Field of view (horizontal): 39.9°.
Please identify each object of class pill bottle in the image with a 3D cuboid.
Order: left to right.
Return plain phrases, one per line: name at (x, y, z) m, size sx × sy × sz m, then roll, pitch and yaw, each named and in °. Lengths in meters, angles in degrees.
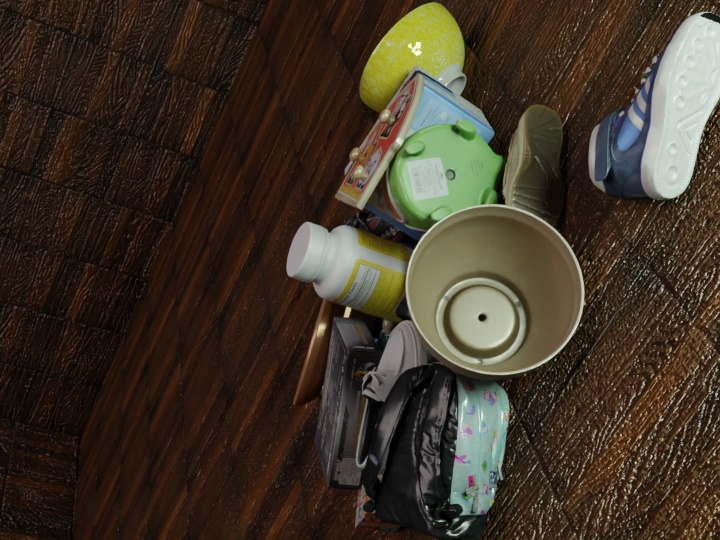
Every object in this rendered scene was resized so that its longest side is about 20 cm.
pill bottle at (0.000, 0.000, 1.424) m, size 0.111 × 0.199 × 0.112 m, roll -50°, pitch 30°, yaw 42°

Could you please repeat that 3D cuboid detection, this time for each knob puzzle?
knob puzzle at (0.024, -0.182, 1.345) m, size 0.220 × 0.030 × 0.220 m, roll -55°, pitch 14°, yaw 20°

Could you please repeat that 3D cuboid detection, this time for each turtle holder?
turtle holder at (0.111, -0.129, 1.317) m, size 0.185 × 0.141 × 0.132 m, roll -43°, pitch 8°, yaw -21°

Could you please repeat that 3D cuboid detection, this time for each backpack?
backpack at (0.098, 0.213, 1.196) m, size 0.166 × 0.126 × 0.201 m, roll 0°, pitch 77°, yaw 48°

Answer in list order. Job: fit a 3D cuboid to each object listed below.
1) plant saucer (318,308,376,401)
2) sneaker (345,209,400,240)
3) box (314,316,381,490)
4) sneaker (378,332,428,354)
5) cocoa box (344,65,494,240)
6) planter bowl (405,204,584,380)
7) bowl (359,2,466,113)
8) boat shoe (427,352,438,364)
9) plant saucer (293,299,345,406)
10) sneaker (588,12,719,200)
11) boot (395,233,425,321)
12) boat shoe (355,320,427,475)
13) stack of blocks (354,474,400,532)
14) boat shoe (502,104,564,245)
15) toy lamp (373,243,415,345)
plant saucer at (-0.019, 0.118, 1.609) m, size 0.200 × 0.048 × 0.201 m, roll 159°, pitch 127°, yaw -83°
sneaker at (0.024, -0.074, 1.597) m, size 0.200 × 0.075 × 0.081 m, roll -48°, pitch 7°, yaw -19°
box at (-0.020, 0.184, 1.401) m, size 0.158 × 0.048 × 0.201 m, roll -122°, pitch 40°, yaw -74°
sneaker at (0.067, 0.113, 1.413) m, size 0.200 × 0.079 × 0.078 m, roll -53°, pitch 29°, yaw 38°
cocoa box at (0.083, -0.174, 1.468) m, size 0.200 × 0.133 × 0.131 m, roll -54°, pitch 16°, yaw 18°
planter bowl at (0.150, 0.040, 1.163) m, size 0.135 × 0.199 × 0.202 m, roll 89°, pitch -170°, yaw -71°
bowl at (0.104, -0.312, 1.582) m, size 0.108 × 0.200 × 0.201 m, roll 45°, pitch 124°, yaw 18°
boat shoe at (0.112, 0.127, 1.308) m, size 0.200 × 0.066 × 0.074 m, roll -51°, pitch 30°, yaw 45°
plant saucer at (-0.060, 0.117, 1.548) m, size 0.200 × 0.037 × 0.201 m, roll -163°, pitch 90°, yaw -88°
sneaker at (0.304, -0.176, 1.068) m, size 0.146 × 0.080 × 0.201 m, roll 23°, pitch 100°, yaw 64°
boot at (0.129, 0.023, 1.297) m, size 0.199 × 0.072 × 0.145 m, roll -4°, pitch 60°, yaw 54°
boat shoe at (0.033, 0.161, 1.273) m, size 0.072 × 0.068 × 0.201 m, roll 7°, pitch 84°, yaw 61°
stack of blocks at (0.036, 0.246, 1.360) m, size 0.115 × 0.058 × 0.201 m, roll 109°, pitch 168°, yaw -64°
boat shoe at (0.214, -0.112, 1.258) m, size 0.065 × 0.072 × 0.201 m, roll 128°, pitch 153°, yaw -62°
toy lamp at (0.048, 0.060, 1.529) m, size 0.058 × 0.058 × 0.201 m, roll -19°, pitch 56°, yaw 63°
